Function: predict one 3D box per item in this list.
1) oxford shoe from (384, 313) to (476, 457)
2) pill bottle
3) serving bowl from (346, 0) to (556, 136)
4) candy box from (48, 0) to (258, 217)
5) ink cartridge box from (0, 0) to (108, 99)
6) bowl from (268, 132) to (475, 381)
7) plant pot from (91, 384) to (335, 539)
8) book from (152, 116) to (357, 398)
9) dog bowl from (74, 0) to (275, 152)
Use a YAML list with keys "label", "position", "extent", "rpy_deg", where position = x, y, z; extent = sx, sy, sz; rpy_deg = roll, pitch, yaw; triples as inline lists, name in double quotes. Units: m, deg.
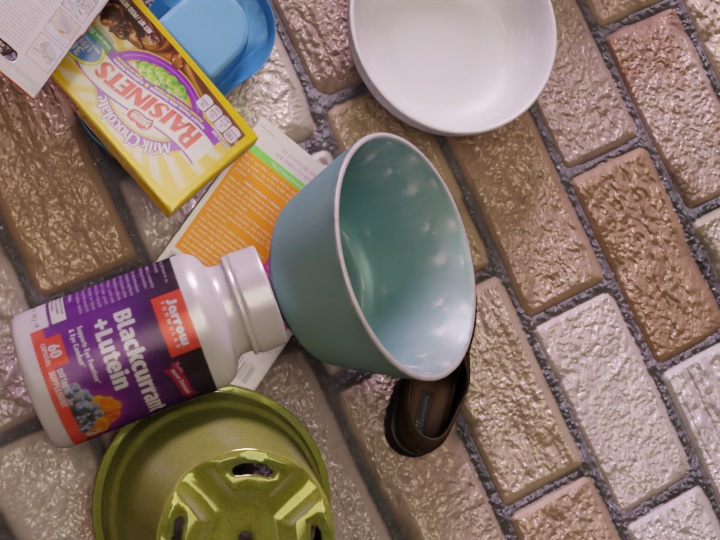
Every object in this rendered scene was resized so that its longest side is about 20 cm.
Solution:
- label: "oxford shoe"
  position: [0.074, 0.060, 1.204]
  extent: [0.072, 0.084, 0.202]
  rpy_deg: [10, 76, -13]
- label: "pill bottle"
  position: [-0.162, 0.054, 1.087]
  extent: [0.198, 0.111, 0.112]
  rpy_deg: [-21, 87, -7]
- label: "serving bowl"
  position: [0.076, -0.214, 1.261]
  extent: [0.198, 0.066, 0.202]
  rpy_deg: [3, 79, -16]
- label: "candy box"
  position: [-0.186, -0.152, 1.139]
  extent: [0.102, 0.026, 0.200]
  rpy_deg: [-43, 94, -17]
- label: "ink cartridge box"
  position: [-0.249, -0.233, 1.073]
  extent: [0.109, 0.050, 0.201]
  rpy_deg: [41, 61, -23]
- label: "bowl"
  position: [0.000, 0.000, 1.123]
  extent: [0.200, 0.104, 0.203]
  rpy_deg: [29, 54, -48]
- label: "plant pot"
  position: [-0.101, 0.191, 1.060]
  extent: [0.198, 0.184, 0.203]
  rpy_deg: [0, 88, -14]
- label: "book"
  position: [-0.093, -0.010, 1.186]
  extent: [0.133, 0.048, 0.201]
  rpy_deg: [37, 74, -9]
- label: "dog bowl"
  position: [-0.162, -0.176, 1.190]
  extent: [0.111, 0.050, 0.200]
  rpy_deg: [45, 71, -5]
